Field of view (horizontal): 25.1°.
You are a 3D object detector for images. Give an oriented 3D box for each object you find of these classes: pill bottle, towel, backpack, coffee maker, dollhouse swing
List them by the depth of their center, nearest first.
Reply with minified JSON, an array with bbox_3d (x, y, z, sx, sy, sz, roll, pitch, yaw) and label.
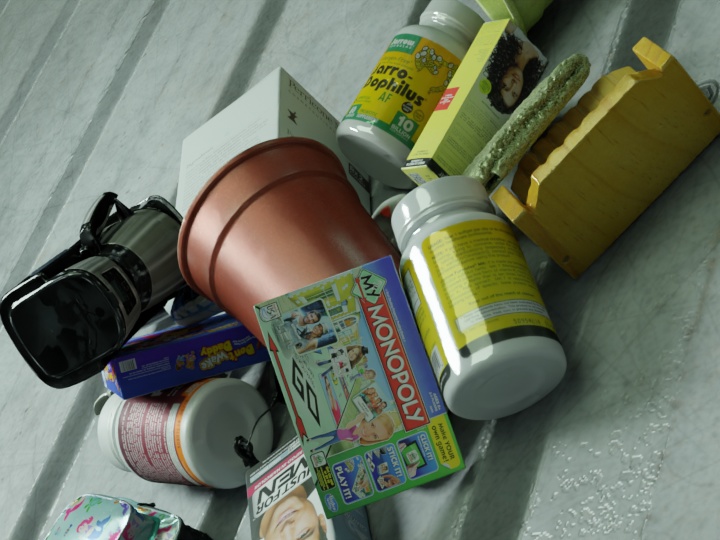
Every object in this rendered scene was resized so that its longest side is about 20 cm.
[{"bbox_3d":[0.100,0.021,1.452,0.114,0.114,0.201,-35,55,24],"label":"pill bottle"},{"bbox_3d":[0.202,-0.132,1.514,0.200,0.181,0.176,-45,48,7],"label":"dollhouse swing"},{"bbox_3d":[0.149,-0.126,1.611,0.200,0.036,0.148,-49,0,-27],"label":"towel"},{"bbox_3d":[-0.249,0.314,1.632,0.199,0.150,0.179,2,58,60],"label":"backpack"},{"bbox_3d":[-0.278,0.035,1.697,0.193,0.134,0.200,-54,-3,32],"label":"coffee maker"},{"bbox_3d":[-0.193,0.172,1.740,0.199,0.114,0.115,-5,51,51],"label":"pill bottle"},{"bbox_3d":[0.066,-0.203,1.822,0.112,0.113,0.201,7,61,56],"label":"pill bottle"}]

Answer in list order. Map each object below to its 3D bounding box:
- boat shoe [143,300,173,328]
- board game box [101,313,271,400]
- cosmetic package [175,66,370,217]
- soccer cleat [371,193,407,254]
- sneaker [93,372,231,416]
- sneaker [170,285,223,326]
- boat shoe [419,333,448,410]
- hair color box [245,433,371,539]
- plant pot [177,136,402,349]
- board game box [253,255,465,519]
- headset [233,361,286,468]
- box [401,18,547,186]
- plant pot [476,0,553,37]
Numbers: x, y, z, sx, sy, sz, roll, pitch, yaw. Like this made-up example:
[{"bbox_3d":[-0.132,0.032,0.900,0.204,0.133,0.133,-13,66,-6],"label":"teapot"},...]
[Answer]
[{"bbox_3d":[-0.227,0.026,2.000,0.198,0.072,0.069,-18,68,31],"label":"boat shoe"},{"bbox_3d":[-0.175,0.085,1.744,0.198,0.045,0.134,-15,7,-16],"label":"board game box"},{"bbox_3d":[-0.099,-0.087,1.861,0.164,0.165,0.201,-33,34,24],"label":"cosmetic package"},{"bbox_3d":[0.000,0.000,1.739,0.200,0.069,0.078,-49,-4,18],"label":"soccer cleat"},{"bbox_3d":[-0.221,0.131,1.892,0.199,0.081,0.084,-30,18,19],"label":"sneaker"},{"bbox_3d":[-0.119,0.016,1.766,0.199,0.087,0.075,-31,35,22],"label":"sneaker"},{"bbox_3d":[0.058,0.107,1.532,0.068,0.072,0.202,0,64,53],"label":"boat shoe"},{"bbox_3d":[-0.048,0.243,1.516,0.099,0.061,0.201,-39,32,18],"label":"hair color box"},{"bbox_3d":[-0.047,0.005,1.583,0.201,0.201,0.195,-47,50,4],"label":"plant pot"},{"bbox_3d":[-0.001,0.104,1.449,0.133,0.202,0.029,-20,-3,0],"label":"board game box"},{"bbox_3d":[-0.045,0.129,1.655,0.199,0.094,0.123,-37,32,-10],"label":"headset"},{"bbox_3d":[0.124,-0.170,1.746,0.050,0.075,0.201,3,59,55],"label":"box"},{"bbox_3d":[0.196,-0.386,1.807,0.183,0.201,0.201,-35,30,1],"label":"plant pot"}]
